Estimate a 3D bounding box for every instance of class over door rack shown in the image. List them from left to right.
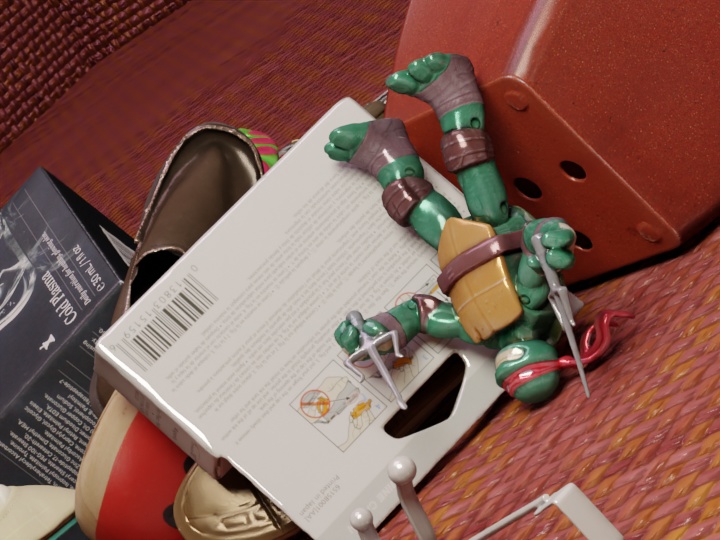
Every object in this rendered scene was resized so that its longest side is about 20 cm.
[{"bbox_3d":[0.004,0.147,1.252,0.148,0.067,0.200,-44,13,-26],"label":"over door rack"}]

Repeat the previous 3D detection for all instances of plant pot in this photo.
[{"bbox_3d":[0.130,-0.106,1.584,0.200,0.200,0.177,-22,30,54],"label":"plant pot"}]

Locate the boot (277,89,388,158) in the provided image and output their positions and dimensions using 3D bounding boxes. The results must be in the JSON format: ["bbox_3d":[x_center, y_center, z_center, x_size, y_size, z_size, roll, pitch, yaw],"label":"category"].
[{"bbox_3d":[-0.011,-0.066,2.013,0.200,0.073,0.151,-41,-8,3],"label":"boot"}]

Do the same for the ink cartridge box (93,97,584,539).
[{"bbox_3d":[-0.011,0.033,1.521,0.200,0.173,0.044,-45,-11,-19],"label":"ink cartridge box"}]

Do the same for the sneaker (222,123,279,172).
[{"bbox_3d":[-0.084,-0.020,1.845,0.200,0.076,0.084,-79,-2,-61],"label":"sneaker"}]

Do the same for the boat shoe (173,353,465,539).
[{"bbox_3d":[-0.012,0.090,1.560,0.200,0.072,0.072,-41,-19,-12],"label":"boat shoe"}]

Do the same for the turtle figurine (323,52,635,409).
[{"bbox_3d":[0.055,-0.001,1.470,0.149,0.201,0.101,-33,-23,26],"label":"turtle figurine"}]

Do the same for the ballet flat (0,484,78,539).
[{"bbox_3d":[-0.233,0.158,1.594,0.200,0.070,0.069,-39,10,-38],"label":"ballet flat"}]

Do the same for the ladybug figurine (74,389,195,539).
[{"bbox_3d":[-0.087,0.093,1.612,0.135,0.072,0.201,-17,-37,-48],"label":"ladybug figurine"}]

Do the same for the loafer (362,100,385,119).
[{"bbox_3d":[-0.020,-0.020,1.884,0.201,0.067,0.076,-62,12,-24],"label":"loafer"}]

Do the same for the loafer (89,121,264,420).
[{"bbox_3d":[-0.097,-0.001,1.675,0.071,0.073,0.201,119,168,-65],"label":"loafer"}]

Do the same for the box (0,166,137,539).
[{"bbox_3d":[-0.199,0.072,1.818,0.197,0.124,0.200,-49,31,4],"label":"box"}]
